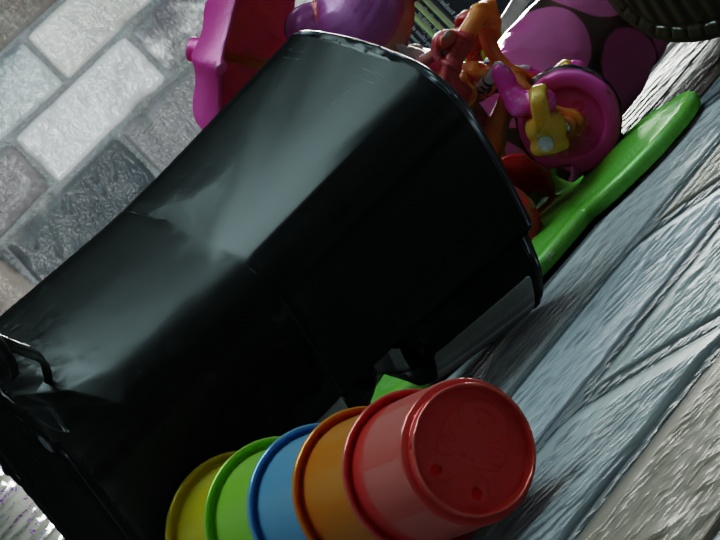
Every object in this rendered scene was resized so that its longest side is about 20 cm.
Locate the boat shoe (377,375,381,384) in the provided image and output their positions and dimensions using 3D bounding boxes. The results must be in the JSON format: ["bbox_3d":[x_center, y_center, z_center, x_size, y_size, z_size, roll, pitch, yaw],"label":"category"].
[{"bbox_3d":[-0.023,0.035,1.191,0.062,0.072,0.200,-52,6,-17],"label":"boat shoe"}]

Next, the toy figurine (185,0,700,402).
[{"bbox_3d":[0.015,-0.070,1.022,0.200,0.184,0.150,-43,4,22],"label":"toy figurine"}]

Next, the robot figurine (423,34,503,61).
[{"bbox_3d":[0.026,-0.056,1.261,0.176,0.116,0.200,-47,3,12],"label":"robot figurine"}]

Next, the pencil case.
[{"bbox_3d":[0.113,-0.116,1.184,0.093,0.091,0.200,-23,21,48],"label":"pencil case"}]

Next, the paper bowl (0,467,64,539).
[{"bbox_3d":[-0.250,0.220,1.417,0.201,0.104,0.201,-46,4,4],"label":"paper bowl"}]

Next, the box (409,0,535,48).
[{"bbox_3d":[0.060,-0.160,1.996,0.197,0.124,0.200,-44,3,-7],"label":"box"}]

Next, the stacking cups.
[{"bbox_3d":[-0.003,0.065,0.714,0.061,0.061,0.200,-47,5,-26],"label":"stacking cups"}]

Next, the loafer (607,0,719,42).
[{"bbox_3d":[0.191,-0.169,1.045,0.199,0.076,0.067,-30,12,38],"label":"loafer"}]

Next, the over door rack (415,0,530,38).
[{"bbox_3d":[0.117,-0.177,1.353,0.200,0.148,0.067,-45,9,13],"label":"over door rack"}]

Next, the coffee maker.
[{"bbox_3d":[-0.042,0.008,0.860,0.200,0.134,0.193,-46,-30,-19],"label":"coffee maker"}]
